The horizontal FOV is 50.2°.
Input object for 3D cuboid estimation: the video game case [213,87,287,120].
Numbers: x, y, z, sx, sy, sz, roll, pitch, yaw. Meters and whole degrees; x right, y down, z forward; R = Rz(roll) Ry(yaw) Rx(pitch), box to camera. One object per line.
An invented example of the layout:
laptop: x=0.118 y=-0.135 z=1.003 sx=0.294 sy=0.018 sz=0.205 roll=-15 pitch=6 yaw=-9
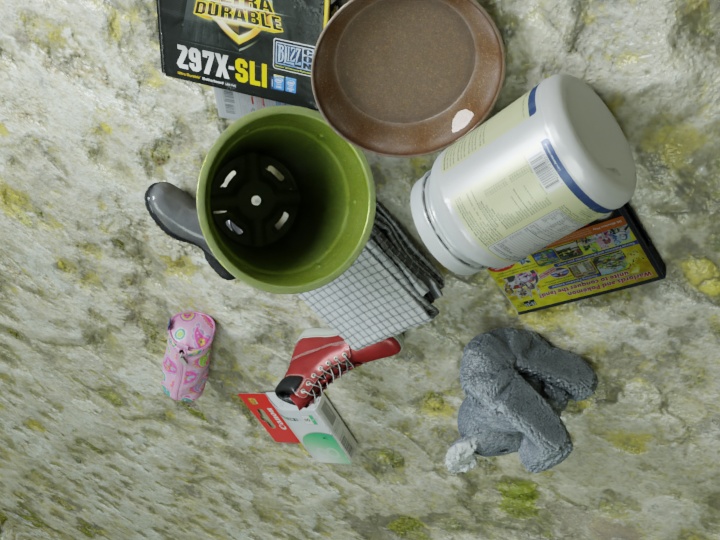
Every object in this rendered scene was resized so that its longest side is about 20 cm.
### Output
video game case: x=-0.084 y=-0.225 z=0.891 sx=0.198 sy=0.018 sz=0.144 roll=13 pitch=137 yaw=15

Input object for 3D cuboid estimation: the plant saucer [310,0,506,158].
plant saucer: x=0.048 y=-0.208 z=0.793 sx=0.198 sy=0.037 sz=0.202 roll=-1 pitch=133 yaw=-1

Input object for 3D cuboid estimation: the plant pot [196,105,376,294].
plant pot: x=-0.107 y=-0.082 z=0.910 sx=0.200 sy=0.201 sz=0.190 roll=42 pitch=170 yaw=-19

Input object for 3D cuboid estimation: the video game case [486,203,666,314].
video game case: x=0.234 y=-0.035 z=0.926 sx=0.199 sy=0.026 sz=0.181 roll=-18 pitch=123 yaw=38

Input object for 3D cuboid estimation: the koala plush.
koala plush: x=0.198 y=0.195 z=1.089 sx=0.183 sy=0.178 sz=0.201 roll=34 pitch=141 yaw=7

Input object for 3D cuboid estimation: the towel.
towel: x=0.000 y=0.000 z=1.039 sx=0.200 sy=0.086 sz=0.165 roll=45 pitch=134 yaw=-19

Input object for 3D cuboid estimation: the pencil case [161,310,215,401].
pencil case: x=-0.305 y=0.154 z=1.351 sx=0.087 sy=0.088 sz=0.201 roll=25 pitch=140 yaw=1

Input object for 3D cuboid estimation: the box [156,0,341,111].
box: x=-0.120 y=-0.270 z=0.817 sx=0.198 sy=0.049 sz=0.161 roll=16 pitch=129 yaw=12

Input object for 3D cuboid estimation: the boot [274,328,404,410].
boot: x=-0.034 y=0.151 z=1.166 sx=0.199 sy=0.145 sz=0.073 roll=-11 pitch=126 yaw=33

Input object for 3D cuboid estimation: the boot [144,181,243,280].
boot: x=-0.192 y=-0.068 z=1.076 sx=0.131 sy=0.070 sz=0.200 roll=-14 pitch=138 yaw=40

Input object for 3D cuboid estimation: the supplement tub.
supplement tub: x=0.164 y=-0.091 z=0.797 sx=0.145 sy=0.146 sz=0.199 roll=43 pitch=131 yaw=-19

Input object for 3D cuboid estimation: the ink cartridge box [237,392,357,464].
ink cartridge box: x=-0.123 y=0.293 z=1.435 sx=0.198 sy=0.050 sz=0.162 roll=-7 pitch=130 yaw=30
